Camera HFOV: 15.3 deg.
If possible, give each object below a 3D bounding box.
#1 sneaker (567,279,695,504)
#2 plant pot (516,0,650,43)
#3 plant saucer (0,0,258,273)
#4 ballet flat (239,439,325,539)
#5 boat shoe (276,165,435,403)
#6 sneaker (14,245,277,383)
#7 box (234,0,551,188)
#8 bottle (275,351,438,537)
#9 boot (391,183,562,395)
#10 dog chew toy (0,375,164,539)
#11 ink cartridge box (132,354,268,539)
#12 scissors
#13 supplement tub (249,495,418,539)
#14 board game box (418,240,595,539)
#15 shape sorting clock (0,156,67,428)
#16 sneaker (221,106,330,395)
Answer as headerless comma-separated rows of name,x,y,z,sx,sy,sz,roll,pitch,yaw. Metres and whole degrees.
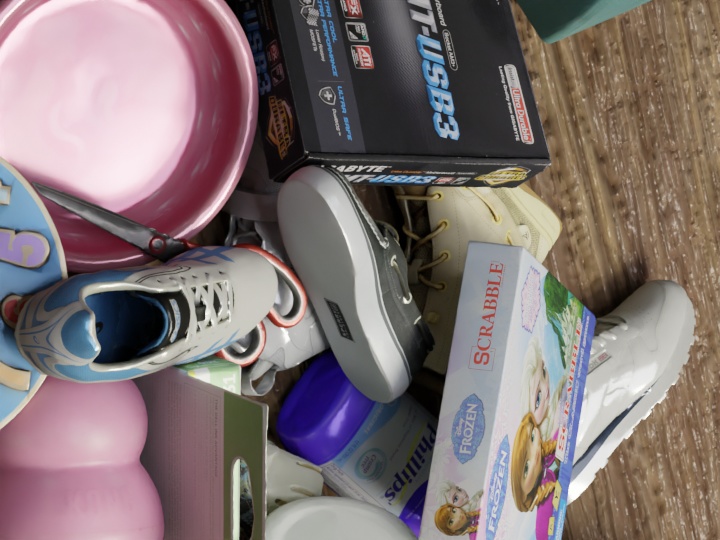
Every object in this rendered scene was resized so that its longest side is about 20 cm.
sneaker,0.165,0.076,1.918,0.081,0.076,0.200,46,69,-22
plant pot,0.172,-0.247,1.779,0.141,0.200,0.142,-25,76,-32
plant saucer,-0.162,-0.100,1.640,0.200,0.051,0.201,-9,109,-26
ballet flat,-0.039,0.159,1.774,0.200,0.074,0.074,46,71,-37
boat shoe,0.000,0.000,1.695,0.057,0.068,0.200,-44,140,-24
sneaker,-0.115,0.028,1.596,0.200,0.072,0.072,-14,105,-47
box,0.015,-0.153,1.730,0.198,0.050,0.201,1,69,-35
bottle,0.030,0.138,1.827,0.200,0.065,0.084,44,73,-33
boot,0.042,-0.013,1.807,0.200,0.073,0.156,39,70,-41
dog chew toy,-0.182,0.106,1.636,0.124,0.124,0.201,-1,90,-36
ink cartridge box,-0.093,0.130,1.650,0.048,0.200,0.146,-6,102,-35
scissors,-0.114,-0.017,1.656,0.200,0.014,0.073,43,80,-26
supplement tub,-0.027,0.253,1.729,0.122,0.123,0.201,-20,140,-33
board game box,0.101,0.102,1.774,0.199,0.041,0.201,36,62,-67
shape sorting clock,-0.270,0.013,1.565,0.199,0.039,0.201,0,90,-7
sneaker,-0.067,-0.017,1.724,0.115,0.075,0.201,-39,121,-28
